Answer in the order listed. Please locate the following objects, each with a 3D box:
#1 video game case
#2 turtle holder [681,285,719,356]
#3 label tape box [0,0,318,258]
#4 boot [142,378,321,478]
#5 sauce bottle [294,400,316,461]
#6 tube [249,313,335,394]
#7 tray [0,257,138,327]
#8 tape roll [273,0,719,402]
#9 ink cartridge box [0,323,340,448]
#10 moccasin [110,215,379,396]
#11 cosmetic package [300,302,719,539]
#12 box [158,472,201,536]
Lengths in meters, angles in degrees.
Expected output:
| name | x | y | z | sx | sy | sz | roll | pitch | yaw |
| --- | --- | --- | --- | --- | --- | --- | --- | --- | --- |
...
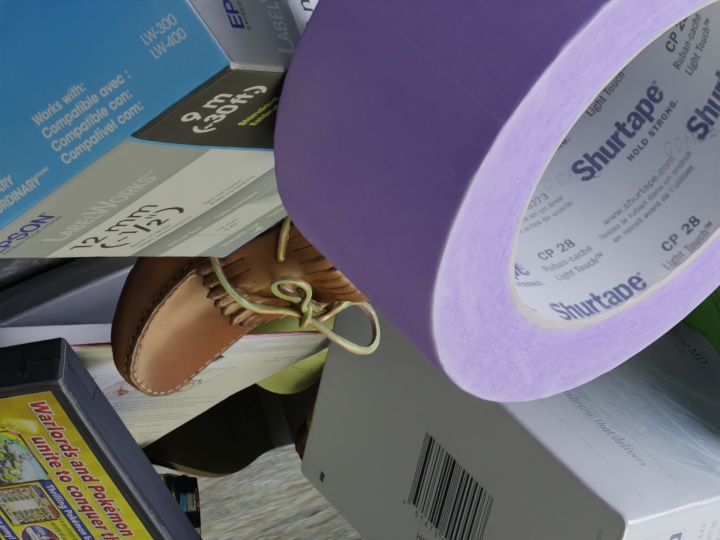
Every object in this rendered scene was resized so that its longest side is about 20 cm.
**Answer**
| name | x | y | z | sx | sy | sz | roll | pitch | yaw |
| --- | --- | --- | --- | --- | --- | --- | --- | --- | --- |
| video game case | -0.173 | 0.103 | 1.075 | 0.180 | 0.026 | 0.200 | -9 | 143 | 13 |
| turtle holder | 0.201 | -0.002 | 1.042 | 0.131 | 0.141 | 0.186 | -23 | 152 | -22 |
| label tape box | -0.076 | -0.059 | 0.858 | 0.143 | 0.066 | 0.200 | -31 | 163 | 35 |
| boot | -0.094 | 0.078 | 1.346 | 0.075 | 0.074 | 0.200 | -15 | 171 | 27 |
| sauce bottle | 0.045 | 0.028 | 1.239 | 0.200 | 0.066 | 0.066 | -52 | 153 | 21 |
| tube | 0.000 | 0.000 | 1.211 | 0.052 | 0.058 | 0.200 | 19 | 147 | -19 |
| tray | -0.121 | 0.013 | 1.153 | 0.199 | 0.022 | 0.107 | -23 | 166 | 11 |
| tape roll | 0.074 | -0.060 | 0.845 | 0.200 | 0.085 | 0.200 | -32 | 148 | -23 |
| ink cartridge box | -0.129 | 0.045 | 1.125 | 0.176 | 0.045 | 0.200 | -30 | 163 | 34 |
| moccasin | -0.013 | -0.014 | 0.993 | 0.201 | 0.078 | 0.074 | -35 | 150 | 8 |
| cosmetic package | 0.116 | 0.078 | 1.129 | 0.199 | 0.199 | 0.123 | -10 | 128 | -36 |
| box | -0.186 | 0.128 | 1.292 | 0.199 | 0.046 | 0.159 | -2 | 174 | 1 |
